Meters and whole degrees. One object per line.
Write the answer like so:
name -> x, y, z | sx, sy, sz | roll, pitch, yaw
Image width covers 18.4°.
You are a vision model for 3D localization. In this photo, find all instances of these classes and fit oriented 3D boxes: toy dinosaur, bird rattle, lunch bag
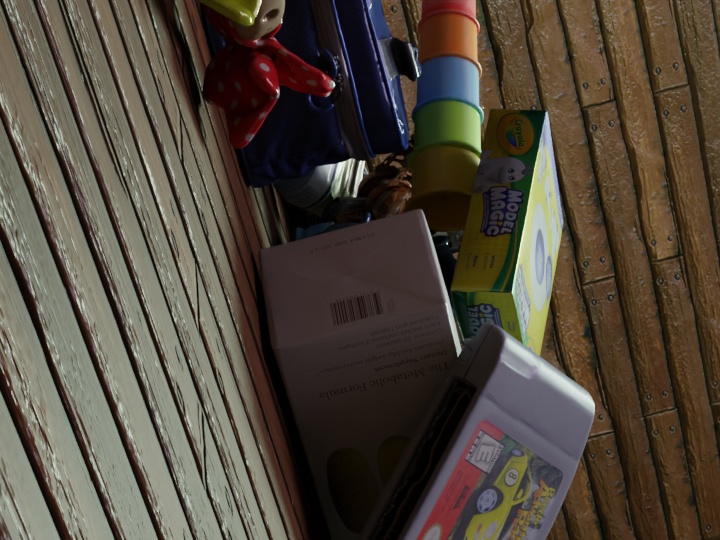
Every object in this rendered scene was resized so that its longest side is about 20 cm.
toy dinosaur -> 0.037, -0.035, 1.675 | 0.135, 0.200, 0.103 | 23, 37, -30
bird rattle -> -0.070, -0.181, 1.279 | 0.164, 0.112, 0.200 | 60, -6, 21
lunch bag -> -0.025, -0.139, 1.534 | 0.200, 0.131, 0.137 | -85, 160, -83

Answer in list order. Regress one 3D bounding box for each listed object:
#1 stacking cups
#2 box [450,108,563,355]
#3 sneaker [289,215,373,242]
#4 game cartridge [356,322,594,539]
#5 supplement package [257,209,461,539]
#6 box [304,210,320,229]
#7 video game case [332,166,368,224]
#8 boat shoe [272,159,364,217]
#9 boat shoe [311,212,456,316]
stacking cups -> 0.059, -0.129, 1.621 | 0.061, 0.060, 0.201 | 71, 16, -60
box -> 0.100, -0.002, 1.522 | 0.118, 0.048, 0.201 | 76, 23, -46
sneaker -> 0.010, 0.059, 1.626 | 0.079, 0.095, 0.202 | -79, 155, -80
game cartridge -> 0.068, 0.144, 1.367 | 0.041, 0.201, 0.133 | 24, -6, 38
supplement package -> 0.015, 0.083, 1.420 | 0.110, 0.113, 0.201 | -102, 177, -55
box -> 0.017, 0.030, 1.930 | 0.194, 0.047, 0.200 | 55, 9, -18
video game case -> -0.028, -0.097, 1.837 | 0.183, 0.023, 0.200 | 65, 9, 6
boat shoe -> -0.023, -0.130, 1.729 | 0.062, 0.072, 0.201 | 38, 55, -42
boat shoe -> 0.000, 0.000, 1.533 | 0.200, 0.084, 0.069 | 6, 78, -62
